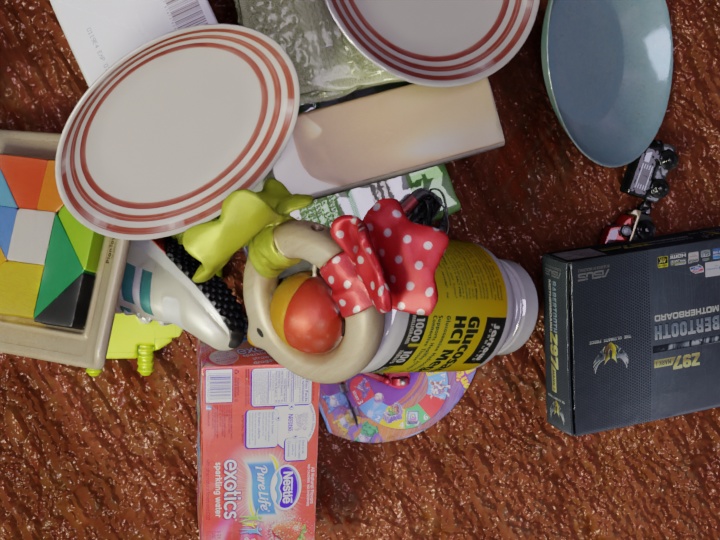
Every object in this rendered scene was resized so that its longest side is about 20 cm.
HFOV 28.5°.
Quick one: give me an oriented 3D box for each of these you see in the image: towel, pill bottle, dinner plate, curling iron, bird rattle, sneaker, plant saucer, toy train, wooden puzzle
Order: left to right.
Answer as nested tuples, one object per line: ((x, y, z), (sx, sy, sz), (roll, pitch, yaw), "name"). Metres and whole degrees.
((-0.262, -0.023, 1.156), (0.037, 0.198, 0.187), (20, 78, -53), "wooden puzzle")
((-0.183, 0.016, 1.174), (0.199, 0.070, 0.094), (41, 99, 16), "sneaker")
((-0.136, -0.104, 1.055), (0.199, 0.201, 0.024), (-35, 57, -5), "dinner plate")
((-0.039, -0.241, 1.178), (0.147, 0.036, 0.202), (-13, 85, 1), "towel")
((-0.028, 0.009, 1.088), (0.198, 0.113, 0.165), (17, 123, 22), "bird rattle")
((-0.025, -0.088, 1.264), (0.198, 0.031, 0.151), (-20, 94, -9), "towel")
((0.000, 0.000, 1.244), (0.199, 0.026, 0.050), (-39, 95, 0), "curling iron")
((0.054, -0.246, 1.153), (0.198, 0.024, 0.203), (3, 80, -19), "dinner plate")
((0.057, 0.029, 1.191), (0.199, 0.112, 0.114), (2, 95, -45), "pill bottle")
((0.209, -0.192, 1.251), (0.200, 0.038, 0.204), (-2, 93, -47), "plant saucer")
((0.242, -0.024, 1.305), (0.045, 0.034, 0.202), (18, 91, -7), "toy train")

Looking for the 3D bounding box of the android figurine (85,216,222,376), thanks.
((-0.210, -0.008, 1.240), (0.180, 0.041, 0.203), (2, 92, -8), "android figurine")

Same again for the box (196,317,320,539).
((-0.089, 0.148, 1.211), (0.101, 0.095, 0.202), (-2, 114, -8), "box")

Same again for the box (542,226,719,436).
((0.261, 0.052, 1.275), (0.198, 0.051, 0.160), (-8, 103, -21), "box")

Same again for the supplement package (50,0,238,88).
((-0.173, -0.182, 1.150), (0.109, 0.200, 0.115), (-25, 97, -5), "supplement package")

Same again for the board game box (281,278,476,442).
((0.020, 0.057, 1.275), (0.157, 0.039, 0.202), (-23, 97, -6), "board game box")

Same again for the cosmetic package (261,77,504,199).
((0.012, -0.111, 1.204), (0.198, 0.105, 0.072), (-16, 92, -10), "cosmetic package")
